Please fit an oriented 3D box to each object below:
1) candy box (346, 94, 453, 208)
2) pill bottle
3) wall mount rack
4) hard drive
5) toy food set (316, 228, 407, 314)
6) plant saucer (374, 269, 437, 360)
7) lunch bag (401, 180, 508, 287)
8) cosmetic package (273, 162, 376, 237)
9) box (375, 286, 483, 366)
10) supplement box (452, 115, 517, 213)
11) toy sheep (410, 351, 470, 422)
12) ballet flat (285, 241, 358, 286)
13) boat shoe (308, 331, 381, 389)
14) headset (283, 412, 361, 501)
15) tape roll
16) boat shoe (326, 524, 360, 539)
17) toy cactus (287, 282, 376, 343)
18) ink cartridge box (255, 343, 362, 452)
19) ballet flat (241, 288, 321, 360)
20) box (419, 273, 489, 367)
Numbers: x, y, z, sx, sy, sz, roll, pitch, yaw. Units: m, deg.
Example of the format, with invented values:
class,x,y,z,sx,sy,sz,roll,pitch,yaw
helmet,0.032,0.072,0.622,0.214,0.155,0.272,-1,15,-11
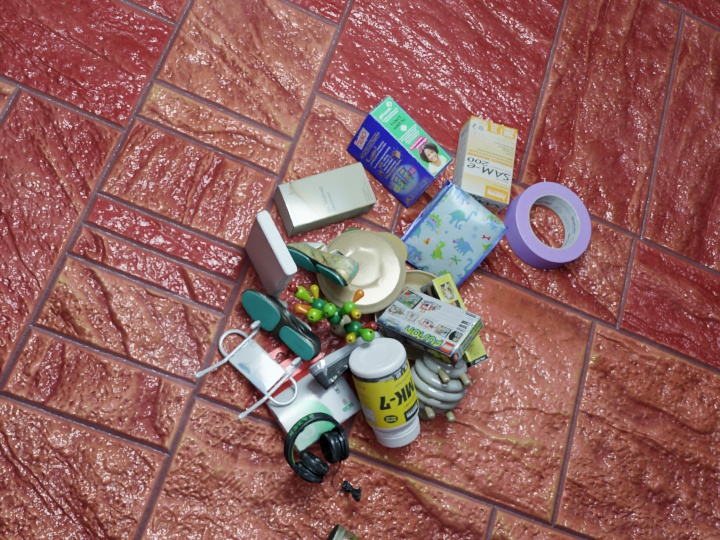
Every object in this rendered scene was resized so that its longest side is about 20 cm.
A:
class,x,y,z,sx,sy,sz,roll,pitch,yaw
candy box,0.083,-0.260,1.609,0.200,0.169,0.077,43,64,-1
pill bottle,0.054,0.246,1.442,0.114,0.114,0.201,-28,121,-22
wall mount rack,-0.220,0.199,1.421,0.200,0.075,0.174,41,63,10
hard drive,-0.183,-0.026,1.446,0.026,0.200,0.132,-25,83,-20
toy food set,0.000,0.000,1.555,0.197,0.049,0.201,5,69,1
plant saucer,0.121,0.100,1.589,0.199,0.035,0.201,4,74,-15
lunch bag,0.200,-0.073,1.618,0.170,0.127,0.200,38,97,-3
cosmetic package,-0.078,-0.156,1.584,0.199,0.073,0.104,-20,81,-22
box,0.139,0.110,1.483,0.200,0.035,0.110,22,62,40
supplement box,0.294,-0.251,1.721,0.125,0.074,0.201,14,71,-12
toy sheep,0.164,0.226,1.501,0.137,0.138,0.201,19,111,-10
ballet flat,-0.079,-0.024,1.502,0.071,0.200,0.071,-21,123,-38
boat shoe,-0.018,0.187,1.477,0.200,0.070,0.066,-21,74,-49
headset,-0.064,0.367,1.401,0.123,0.094,0.200,-39,122,-16
tape roll,0.447,-0.107,1.730,0.199,0.066,0.201,5,73,-15
boat shoe,-0.063,0.589,1.374,0.068,0.072,0.200,34,68,-4
toy cactus,-0.047,0.089,1.468,0.199,0.165,0.103,19,74,18
ink cartridge box,-0.115,0.241,1.473,0.161,0.050,0.200,-32,87,-22
ballet flat,-0.159,0.106,1.487,0.200,0.068,0.068,44,27,1
box,0.199,0.112,1.551,0.050,0.075,0.201,-21,81,-23
